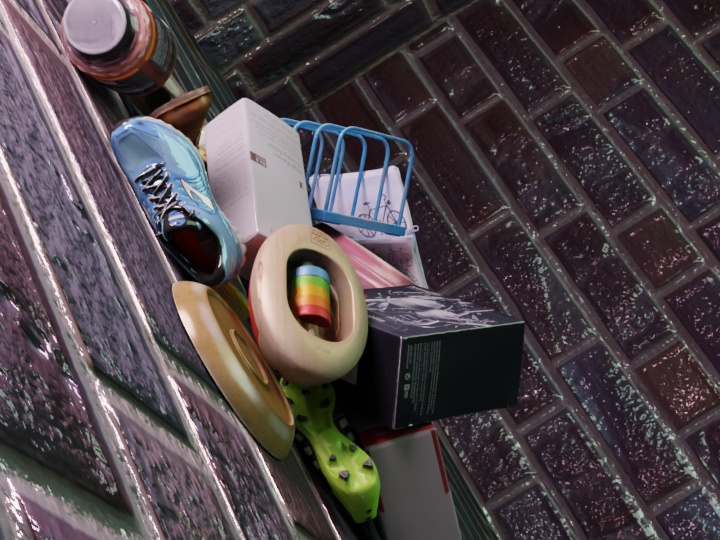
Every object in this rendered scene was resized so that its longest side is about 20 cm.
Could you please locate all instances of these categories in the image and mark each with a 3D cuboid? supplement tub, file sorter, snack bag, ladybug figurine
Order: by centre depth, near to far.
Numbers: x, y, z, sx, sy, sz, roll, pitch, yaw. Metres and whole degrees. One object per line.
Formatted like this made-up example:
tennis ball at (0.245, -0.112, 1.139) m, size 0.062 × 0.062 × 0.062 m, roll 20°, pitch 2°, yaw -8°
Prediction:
ladybug figurine at (-0.060, 0.039, 1.379) m, size 0.136 × 0.072 × 0.200 m, roll 24°, pitch 44°, yaw -24°
supplement tub at (-0.279, -0.265, 1.522) m, size 0.107 × 0.107 × 0.200 m, roll 58°, pitch 2°, yaw 2°
file sorter at (-0.047, -0.124, 1.706) m, size 0.139 × 0.123 × 0.200 m, roll 10°, pitch 2°, yaw -42°
snack bag at (0.010, -0.041, 1.784) m, size 0.188 × 0.021 × 0.200 m, roll -1°, pitch -75°, yaw 49°

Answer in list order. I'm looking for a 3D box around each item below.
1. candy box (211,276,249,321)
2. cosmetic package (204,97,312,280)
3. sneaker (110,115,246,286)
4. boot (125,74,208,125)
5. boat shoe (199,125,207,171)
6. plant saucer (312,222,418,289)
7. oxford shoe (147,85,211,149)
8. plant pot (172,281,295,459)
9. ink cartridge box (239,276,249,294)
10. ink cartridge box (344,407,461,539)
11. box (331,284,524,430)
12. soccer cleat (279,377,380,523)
candy box at (-0.179, -0.031, 1.528) m, size 0.102 × 0.026 × 0.200 m, roll 52°, pitch 5°, yaw -38°
cosmetic package at (-0.115, -0.087, 1.507) m, size 0.102 × 0.074 × 0.200 m, roll 29°, pitch 39°, yaw -43°
sneaker at (-0.184, -0.069, 1.348) m, size 0.200 × 0.078 × 0.090 m, roll 55°, pitch 10°, yaw -11°
boot at (-0.257, -0.220, 1.738) m, size 0.200 × 0.070 × 0.146 m, roll 55°, pitch 1°, yaw 32°
boat shoe at (-0.155, -0.077, 1.586) m, size 0.200 × 0.074 × 0.066 m, roll 51°, pitch 33°, yaw -11°
plant saucer at (0.000, 0.000, 1.683) m, size 0.200 × 0.051 × 0.201 m, roll 34°, pitch 0°, yaw 0°
oxford shoe at (-0.192, -0.141, 1.430) m, size 0.071 × 0.071 × 0.200 m, roll 61°, pitch -25°, yaw 5°
plant pot at (-0.116, 0.090, 1.280) m, size 0.200 × 0.027 × 0.200 m, roll 57°, pitch 3°, yaw -4°
ink cartridge box at (-0.149, -0.014, 1.733) m, size 0.198 × 0.043 × 0.200 m, roll 57°, pitch 3°, yaw -42°
ink cartridge box at (0.040, 0.221, 1.504) m, size 0.200 × 0.084 × 0.145 m, roll -132°, pitch -152°, yaw -73°
box at (0.049, 0.090, 1.490) m, size 0.200 × 0.182 × 0.104 m, roll 18°, pitch -72°, yaw 50°
soccer cleat at (-0.037, 0.183, 1.408) m, size 0.200 × 0.067 × 0.081 m, roll -124°, pitch -158°, yaw -45°
